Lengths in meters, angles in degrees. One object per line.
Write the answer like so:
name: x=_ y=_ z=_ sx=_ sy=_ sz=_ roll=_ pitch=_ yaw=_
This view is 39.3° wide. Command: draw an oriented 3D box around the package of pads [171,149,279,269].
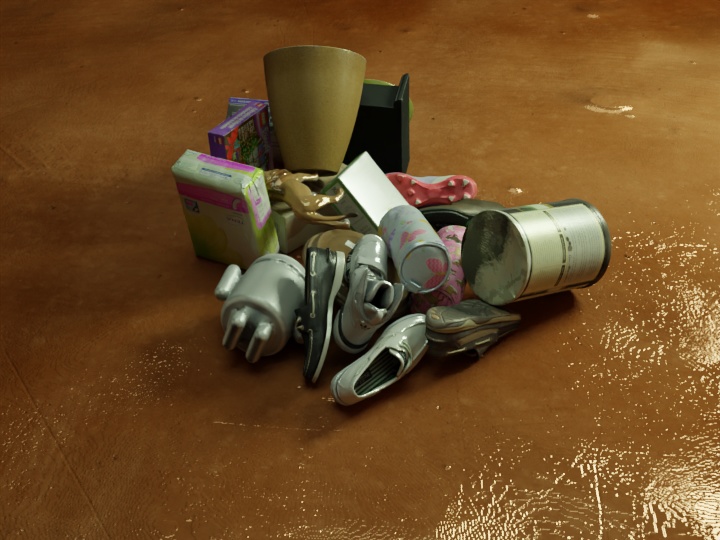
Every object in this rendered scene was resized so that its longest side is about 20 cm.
package of pads: x=-0.219 y=-0.095 z=1.685 sx=0.152 sy=0.202 sz=0.069 roll=16 pitch=50 yaw=21

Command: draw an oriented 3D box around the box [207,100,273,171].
box: x=-0.208 y=-0.183 z=1.808 sx=0.039 sy=0.203 sz=0.137 roll=15 pitch=38 yaw=25

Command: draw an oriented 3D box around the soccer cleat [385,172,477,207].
soccer cleat: x=0.120 y=-0.150 z=1.888 sx=0.196 sy=0.068 sz=0.076 roll=0 pitch=4 yaw=11

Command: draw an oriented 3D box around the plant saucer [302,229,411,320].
plant saucer: x=0.000 y=0.000 z=1.623 sx=0.198 sy=0.030 sz=0.201 roll=22 pitch=33 yaw=-15

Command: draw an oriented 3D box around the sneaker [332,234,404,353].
sneaker: x=0.021 y=0.017 z=1.496 sx=0.074 sy=0.115 sz=0.202 roll=24 pitch=56 yaw=-16

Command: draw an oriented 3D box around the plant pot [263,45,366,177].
plant pot: x=-0.082 y=-0.272 z=1.781 sx=0.183 sy=0.204 sz=0.186 roll=1 pitch=-3 yaw=0

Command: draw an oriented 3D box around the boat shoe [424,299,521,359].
boat shoe: x=0.166 y=0.091 z=1.532 sx=0.198 sy=0.075 sz=0.074 roll=-3 pitch=21 yaw=-41

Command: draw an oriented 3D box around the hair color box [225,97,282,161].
hair color box: x=-0.180 y=-0.267 z=1.942 sx=0.107 sy=0.066 sz=0.200 roll=6 pitch=-8 yaw=10

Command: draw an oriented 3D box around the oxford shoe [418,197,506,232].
oxford shoe: x=0.174 y=-0.090 z=1.789 sx=0.197 sy=0.074 sz=0.085 roll=1 pitch=31 yaw=-19

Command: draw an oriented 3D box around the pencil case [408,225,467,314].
pencil case: x=0.136 y=0.008 z=1.635 sx=0.085 sy=0.084 sz=0.201 roll=-2 pitch=34 yaw=21

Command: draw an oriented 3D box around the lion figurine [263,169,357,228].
lion figurine: x=-0.102 y=-0.120 z=1.682 sx=0.121 sy=0.074 sz=0.199 roll=-6 pitch=22 yaw=-35

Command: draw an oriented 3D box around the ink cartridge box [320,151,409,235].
ink cartridge box: x=0.031 y=-0.097 z=1.768 sx=0.201 sy=0.059 sz=0.104 roll=50 pitch=44 yaw=-6

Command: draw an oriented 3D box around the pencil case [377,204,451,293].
pencil case: x=0.081 y=-0.036 z=1.581 sx=0.090 sy=0.083 sz=0.200 roll=-39 pitch=22 yaw=5

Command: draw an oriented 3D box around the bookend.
bookend: x=-0.008 y=-0.271 z=1.923 sx=0.196 sy=0.201 sz=0.093 roll=5 pitch=43 yaw=10

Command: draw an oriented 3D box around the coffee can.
coffee can: x=0.278 y=-0.032 z=1.593 sx=0.198 sy=0.148 sz=0.146 roll=-9 pitch=33 yaw=-38

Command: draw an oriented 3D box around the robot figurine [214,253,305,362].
robot figurine: x=-0.143 y=0.051 z=1.555 sx=0.168 sy=0.114 sz=0.201 roll=31 pitch=40 yaw=-1

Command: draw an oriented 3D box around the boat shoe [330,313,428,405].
boat shoe: x=0.047 y=0.133 z=1.464 sx=0.199 sy=0.074 sz=0.066 roll=-40 pitch=16 yaw=-28

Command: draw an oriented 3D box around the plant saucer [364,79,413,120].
plant saucer: x=0.007 y=-0.303 z=1.998 sx=0.196 sy=0.201 sz=0.032 roll=0 pitch=61 yaw=1

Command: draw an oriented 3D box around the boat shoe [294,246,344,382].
boat shoe: x=-0.069 y=0.063 z=1.499 sx=0.059 sy=0.203 sz=0.074 roll=12 pitch=-11 yaw=-10

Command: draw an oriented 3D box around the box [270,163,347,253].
box: x=-0.089 y=-0.118 z=1.821 sx=0.094 sy=0.079 sz=0.199 roll=30 pitch=46 yaw=34
